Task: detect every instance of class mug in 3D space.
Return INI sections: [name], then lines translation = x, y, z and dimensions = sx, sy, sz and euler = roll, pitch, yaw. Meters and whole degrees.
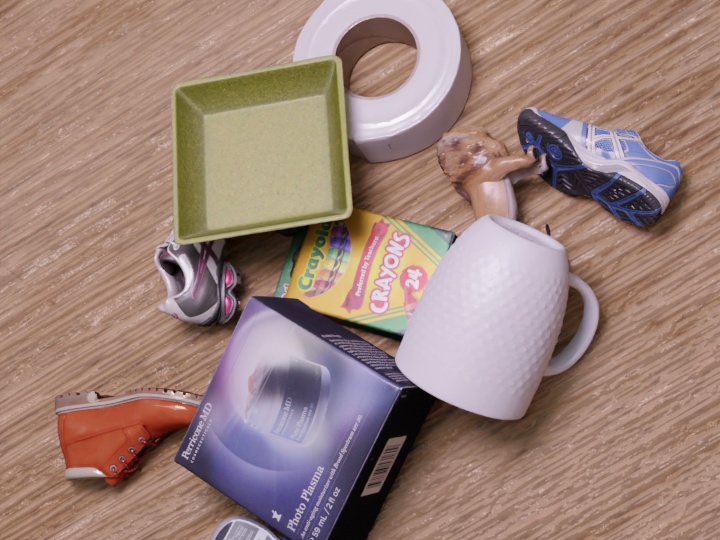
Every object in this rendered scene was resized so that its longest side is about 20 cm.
[mug]
translation = 0.156, 0.046, 1.443
dimensions = 0.176, 0.199, 0.148
euler = -68, 27, 14

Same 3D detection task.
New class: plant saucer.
[plant saucer]
translation = -0.106, -0.125, 1.548
dimensions = 0.198, 0.048, 0.201
euler = -9, 67, 10

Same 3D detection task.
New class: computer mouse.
[computer mouse]
translation = -0.069, 0.327, 1.492
dimensions = 0.199, 0.044, 0.110
euler = 30, 88, 16

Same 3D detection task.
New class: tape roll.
[tape roll]
translation = 0.025, -0.230, 1.616
dimensions = 0.201, 0.071, 0.204
euler = -4, 73, 14

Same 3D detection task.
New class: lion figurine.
[lion figurine]
translation = 0.149, -0.066, 1.528
dimensions = 0.122, 0.072, 0.201
euler = -12, 80, 27

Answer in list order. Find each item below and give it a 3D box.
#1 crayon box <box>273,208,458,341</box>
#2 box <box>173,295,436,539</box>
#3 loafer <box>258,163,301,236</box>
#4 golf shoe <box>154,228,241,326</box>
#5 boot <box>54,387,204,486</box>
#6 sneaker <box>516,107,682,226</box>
[crayon box]
translation = 0.000, 0.000, 1.564
dimensions = 0.199, 0.051, 0.128
euler = 14, 79, 20
[box]
translation = -0.057, 0.160, 1.472
dimensions = 0.198, 0.123, 0.201
euler = 29, 99, 23
[loafer]
translation = -0.117, -0.123, 1.616
dimensions = 0.070, 0.068, 0.201
euler = -46, 59, 10
[golf shoe]
translation = -0.188, -0.036, 1.599
dimensions = 0.077, 0.088, 0.201
euler = -32, 59, 49
[boot]
translation = -0.250, 0.185, 1.574
dimensions = 0.199, 0.075, 0.108
euler = -9, 74, 22
[sneaker]
translation = 0.257, -0.121, 1.525
dimensions = 0.200, 0.076, 0.077
euler = 35, 60, 24
